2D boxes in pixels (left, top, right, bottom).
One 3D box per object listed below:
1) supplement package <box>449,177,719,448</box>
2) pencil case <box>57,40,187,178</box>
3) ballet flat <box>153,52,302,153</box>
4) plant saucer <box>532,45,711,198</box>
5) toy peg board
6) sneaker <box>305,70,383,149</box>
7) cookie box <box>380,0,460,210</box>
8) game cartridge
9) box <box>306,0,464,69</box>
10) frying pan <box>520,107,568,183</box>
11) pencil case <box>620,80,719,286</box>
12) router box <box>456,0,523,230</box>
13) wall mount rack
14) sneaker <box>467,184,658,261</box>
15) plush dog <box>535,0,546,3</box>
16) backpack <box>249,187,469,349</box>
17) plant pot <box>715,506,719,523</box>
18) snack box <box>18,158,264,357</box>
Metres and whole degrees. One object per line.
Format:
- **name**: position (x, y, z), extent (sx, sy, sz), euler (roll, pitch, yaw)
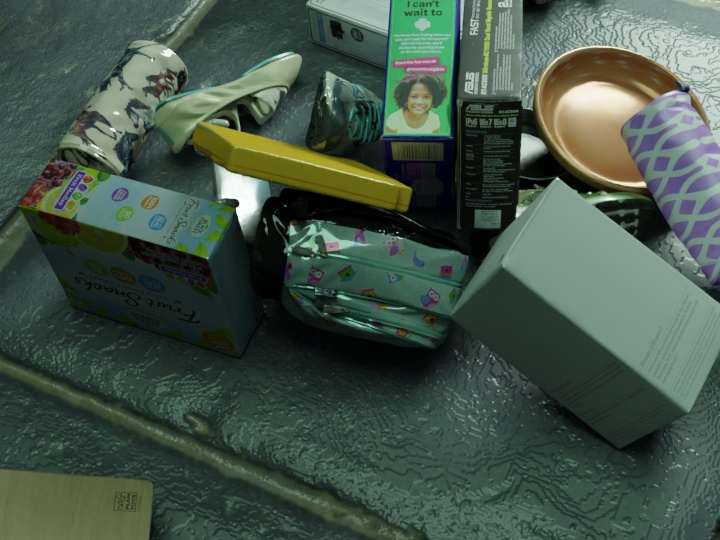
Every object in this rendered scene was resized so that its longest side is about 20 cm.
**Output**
- **supplement package**: position (0.201, 0.040, 0.965), extent (0.199, 0.117, 0.118), euler (38, 60, -1)
- **pencil case**: position (-0.265, -0.177, 1.244), extent (0.077, 0.090, 0.201), euler (-7, 45, 36)
- **ballet flat**: position (-0.141, -0.188, 1.254), extent (0.199, 0.070, 0.070), euler (-27, 54, -23)
- **plant saucer**: position (0.279, -0.157, 1.184), extent (0.198, 0.038, 0.202), euler (5, 58, -8)
- **toy peg board**: position (-0.279, 0.277, 0.895), extent (0.197, 0.098, 0.201), euler (6, 52, -10)
- **sneaker**: position (-0.007, -0.170, 1.174), extent (0.085, 0.078, 0.200), euler (15, 18, -1)
- **cookie box**: position (0.065, -0.188, 1.133), extent (0.074, 0.171, 0.202), euler (1, 70, 5)
- **game cartridge**: position (-0.060, -0.098, 1.039), extent (0.175, 0.033, 0.200), euler (12, 10, -20)
- **box**: position (0.047, -0.302, 1.326), extent (0.199, 0.060, 0.117), euler (23, 57, 21)
- **frying pan**: position (0.212, -0.149, 1.211), extent (0.189, 0.031, 0.115), euler (-25, 57, -28)
- **pencil case**: position (0.336, -0.082, 1.087), extent (0.084, 0.085, 0.201), euler (-34, 69, 29)
- **router box**: position (0.129, -0.160, 1.084), extent (0.061, 0.151, 0.201), euler (1, 42, 7)
- **wall mount rack**: position (-0.087, -0.085, 1.164), extent (0.172, 0.075, 0.201), euler (10, 48, -27)
- **sneaker**: position (0.205, -0.065, 1.124), extent (0.198, 0.077, 0.089), euler (-4, 43, -1)
- **plush dog**: position (0.252, -0.450, 1.386), extent (0.170, 0.161, 0.201), euler (-4, 47, -29)
- **backpack**: position (0.000, 0.000, 1.028), extent (0.198, 0.167, 0.128), euler (14, 96, -1)
- **plant pot**: position (0.438, 0.143, 0.872), extent (0.199, 0.196, 0.197), euler (30, 59, 13)
- **snack box**: position (-0.203, -0.009, 1.048), extent (0.198, 0.169, 0.068), euler (17, 58, 16)
